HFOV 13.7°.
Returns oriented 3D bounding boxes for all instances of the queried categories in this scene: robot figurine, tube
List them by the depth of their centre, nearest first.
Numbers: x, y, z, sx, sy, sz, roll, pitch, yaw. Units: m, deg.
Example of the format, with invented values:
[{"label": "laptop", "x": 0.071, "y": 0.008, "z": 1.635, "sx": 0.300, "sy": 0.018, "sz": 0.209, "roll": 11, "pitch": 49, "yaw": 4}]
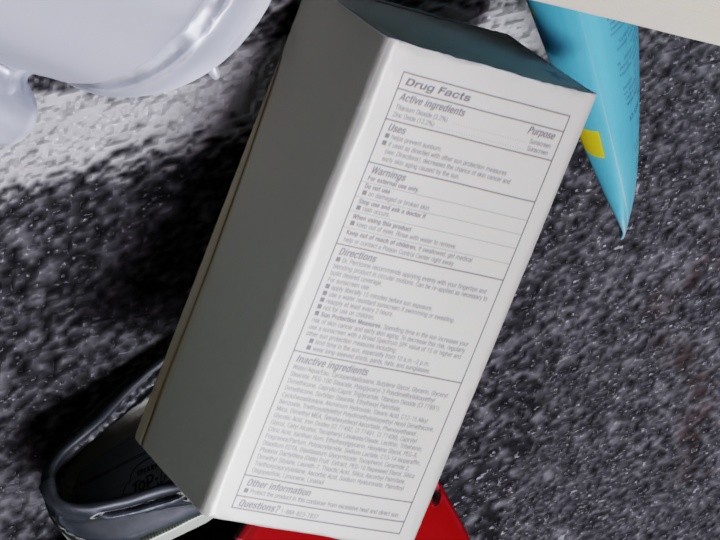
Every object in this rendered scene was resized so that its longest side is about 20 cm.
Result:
[{"label": "robot figurine", "x": -0.101, "y": -0.123, "z": 0.967, "sx": 0.200, "sy": 0.113, "sz": 0.170, "roll": 20, "pitch": 102, "yaw": -47}, {"label": "tube", "x": 0.090, "y": -0.102, "z": 1.180, "sx": 0.050, "sy": 0.078, "sz": 0.200, "roll": 1, "pitch": 144, "yaw": 17}]

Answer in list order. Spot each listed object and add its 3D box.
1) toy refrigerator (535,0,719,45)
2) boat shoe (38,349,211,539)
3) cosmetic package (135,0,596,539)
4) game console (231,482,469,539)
[{"label": "toy refrigerator", "x": 0.078, "y": -0.137, "z": 1.045, "sx": 0.199, "sy": 0.076, "sz": 0.070, "roll": 11, "pitch": 157, "yaw": -19}, {"label": "boat shoe", "x": -0.048, "y": 0.052, "z": 1.247, "sx": 0.199, "sy": 0.075, "sz": 0.066, "roll": -25, "pitch": 157, "yaw": 6}, {"label": "cosmetic package", "x": 0.000, "y": 0.000, "z": 1.162, "sx": 0.103, "sy": 0.073, "sz": 0.201, "roll": 13, "pitch": 105, "yaw": -34}, {"label": "game console", "x": -0.055, "y": 0.143, "z": 1.396, "sx": 0.172, "sy": 0.119, "sz": 0.200, "roll": -5, "pitch": 147, "yaw": 16}]
